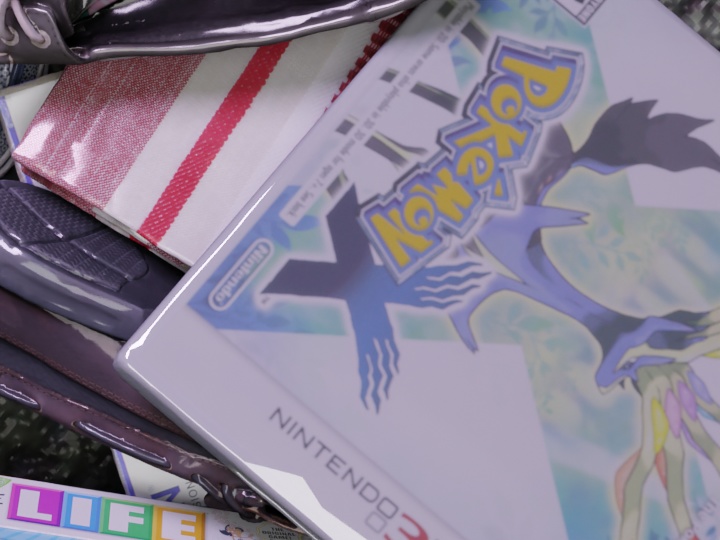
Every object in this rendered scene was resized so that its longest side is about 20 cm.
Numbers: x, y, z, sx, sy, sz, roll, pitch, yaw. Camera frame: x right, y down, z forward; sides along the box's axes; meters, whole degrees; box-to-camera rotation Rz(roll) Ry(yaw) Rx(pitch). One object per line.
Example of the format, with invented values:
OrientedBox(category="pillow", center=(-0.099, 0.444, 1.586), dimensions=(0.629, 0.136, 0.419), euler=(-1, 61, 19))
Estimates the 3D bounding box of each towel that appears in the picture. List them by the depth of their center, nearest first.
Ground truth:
OrientedBox(category="towel", center=(0.009, -0.041, 0.847), dimensions=(0.200, 0.023, 0.144), euler=(32, 79, 1))

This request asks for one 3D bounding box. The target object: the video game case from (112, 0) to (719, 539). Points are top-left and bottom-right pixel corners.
OrientedBox(category="video game case", center=(0.056, 0.012, 0.816), dimensions=(0.182, 0.022, 0.200), euler=(40, 76, 1))

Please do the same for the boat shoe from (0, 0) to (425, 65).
OrientedBox(category="boat shoe", center=(-0.063, -0.097, 0.799), dimensions=(0.200, 0.057, 0.067), euler=(-10, 120, -8))

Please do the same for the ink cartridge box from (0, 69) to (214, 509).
OrientedBox(category="ink cartridge box", center=(0.000, 0.000, 0.897), dimensions=(0.200, 0.043, 0.198), euler=(-18, 100, -5))

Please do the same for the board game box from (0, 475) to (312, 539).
OrientedBox(category="board game box", center=(-0.100, 0.168, 0.886), dimensions=(0.134, 0.034, 0.200), euler=(10, 112, -7))

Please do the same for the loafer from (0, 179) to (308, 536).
OrientedBox(category="loafer", center=(-0.048, 0.044, 0.850), dimensions=(0.200, 0.072, 0.063), euler=(30, 113, -4))

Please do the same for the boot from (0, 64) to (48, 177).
OrientedBox(category="boot", center=(-0.134, -0.121, 0.844), dimensions=(0.073, 0.090, 0.200), euler=(-1, 97, -6))
